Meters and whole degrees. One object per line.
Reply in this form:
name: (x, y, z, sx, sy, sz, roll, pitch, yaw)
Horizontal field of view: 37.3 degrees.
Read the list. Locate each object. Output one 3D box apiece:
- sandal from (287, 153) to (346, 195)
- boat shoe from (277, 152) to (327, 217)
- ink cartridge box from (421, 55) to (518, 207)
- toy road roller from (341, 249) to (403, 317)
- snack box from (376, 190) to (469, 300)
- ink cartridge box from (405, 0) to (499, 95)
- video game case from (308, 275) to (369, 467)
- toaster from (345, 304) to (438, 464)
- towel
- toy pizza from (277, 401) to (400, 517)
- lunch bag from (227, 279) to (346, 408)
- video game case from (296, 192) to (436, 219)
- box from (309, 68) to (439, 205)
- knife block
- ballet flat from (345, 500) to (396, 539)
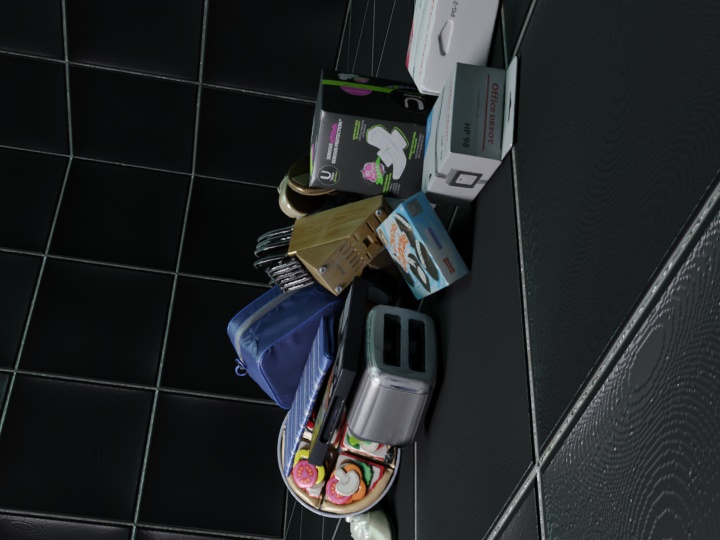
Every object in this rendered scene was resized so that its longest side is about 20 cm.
sandal: (-0.037, -0.149, 1.630, 0.199, 0.079, 0.055, -36, -33, -50)
boat shoe: (-0.093, -0.126, 1.662, 0.064, 0.072, 0.201, -32, 16, 25)
ink cartridge box: (0.126, -0.166, 1.268, 0.200, 0.065, 0.118, 118, 159, -71)
toy road roller: (0.000, 0.000, 1.716, 0.201, 0.144, 0.124, 105, -170, -60)
snack box: (0.078, -0.028, 1.398, 0.117, 0.037, 0.200, 60, 170, 2)
ink cartridge box: (0.119, -0.320, 1.419, 0.201, 0.083, 0.148, -99, 18, -70)
video game case: (-0.030, 0.139, 1.488, 0.202, 0.025, 0.183, -82, 10, -54)
toaster: (0.043, 0.143, 1.442, 0.202, 0.111, 0.131, -85, 9, -50)
towel: (-0.073, 0.178, 1.543, 0.145, 0.023, 0.203, -96, 23, -68)
toy pizza: (-0.036, 0.273, 1.625, 0.032, 0.196, 0.205, 34, -118, -72)
lunch bag: (-0.108, 0.104, 1.654, 0.132, 0.198, 0.137, 41, 159, 48)
video game case: (0.003, -0.095, 1.646, 0.023, 0.181, 0.200, 51, 180, -40)
box: (0.029, -0.197, 1.558, 0.150, 0.196, 0.126, -94, 14, -56)
knife block: (-0.060, -0.048, 1.582, 0.200, 0.064, 0.175, -45, 41, -7)
ballet flat: (0.010, 0.389, 1.640, 0.200, 0.068, 0.071, -133, 51, -81)
